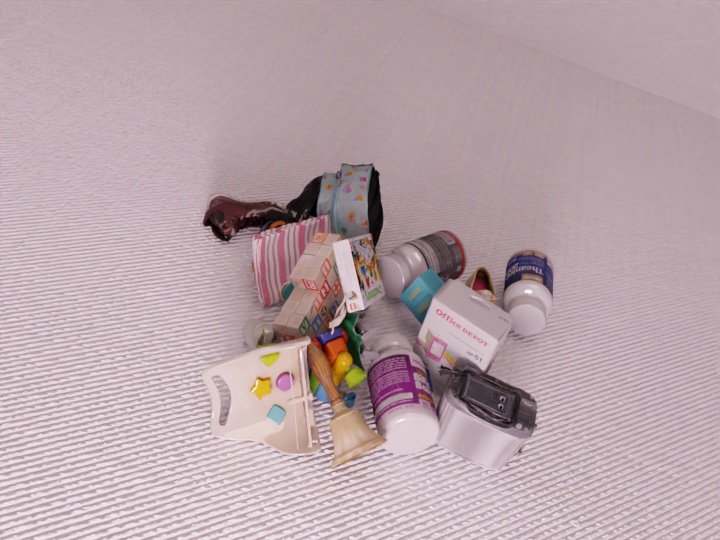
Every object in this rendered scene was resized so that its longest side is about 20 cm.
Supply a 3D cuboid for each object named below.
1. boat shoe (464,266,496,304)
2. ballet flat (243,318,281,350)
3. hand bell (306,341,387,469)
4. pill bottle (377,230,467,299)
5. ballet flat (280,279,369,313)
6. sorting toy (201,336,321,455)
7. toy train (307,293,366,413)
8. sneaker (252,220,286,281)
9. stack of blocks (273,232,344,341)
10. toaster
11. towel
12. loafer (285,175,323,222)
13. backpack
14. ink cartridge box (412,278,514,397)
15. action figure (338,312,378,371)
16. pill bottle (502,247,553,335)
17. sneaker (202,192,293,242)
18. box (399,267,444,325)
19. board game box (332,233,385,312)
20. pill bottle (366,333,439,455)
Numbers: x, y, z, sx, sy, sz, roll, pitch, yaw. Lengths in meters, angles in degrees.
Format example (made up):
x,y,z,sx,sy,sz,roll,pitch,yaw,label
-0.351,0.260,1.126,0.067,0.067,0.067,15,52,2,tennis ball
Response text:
x,y,z,sx,sy,sz,roll,pitch,yaw,label
0.263,0.068,1.581,0.072,0.070,0.202,11,39,-9,boat shoe
-0.164,0.145,1.319,0.068,0.070,0.202,-2,43,-24,ballet flat
-0.043,0.212,1.204,0.103,0.104,0.203,-14,70,-35,hand bell
0.131,-0.011,1.584,0.198,0.117,0.116,-20,51,-38,pill bottle
-0.072,0.054,1.478,0.196,0.077,0.064,9,8,-19,ballet flat
-0.165,0.201,1.186,0.176,0.204,0.107,-8,20,-12,sorting toy
-0.032,0.153,1.258,0.084,0.202,0.116,-18,56,-46,toy train
-0.141,-0.053,1.514,0.077,0.114,0.198,19,31,38,sneaker
-0.085,0.042,1.360,0.058,0.116,0.202,8,53,30,stack of blocks
0.206,0.261,1.281,0.197,0.131,0.114,23,37,5,toaster
-0.129,-0.021,1.472,0.198,0.150,0.030,-20,23,-39,towel
-0.116,-0.155,1.698,0.070,0.069,0.201,32,45,5,loafer
-0.022,-0.125,1.614,0.150,0.178,0.202,-3,39,-1,backpack
0.181,0.140,1.356,0.143,0.203,0.084,32,40,18,ink cartridge box
-0.016,0.118,1.365,0.053,0.121,0.200,-4,9,-17,action figure
0.374,0.048,1.617,0.109,0.112,0.201,19,38,2,pill bottle
-0.251,-0.099,1.579,0.195,0.077,0.117,8,43,4,sneaker
0.171,0.101,1.449,0.049,0.082,0.201,-30,77,-42,box
0.000,0.000,1.375,0.034,0.129,0.200,-12,3,14,board game box
0.070,0.214,1.294,0.110,0.114,0.202,5,41,-16,pill bottle
